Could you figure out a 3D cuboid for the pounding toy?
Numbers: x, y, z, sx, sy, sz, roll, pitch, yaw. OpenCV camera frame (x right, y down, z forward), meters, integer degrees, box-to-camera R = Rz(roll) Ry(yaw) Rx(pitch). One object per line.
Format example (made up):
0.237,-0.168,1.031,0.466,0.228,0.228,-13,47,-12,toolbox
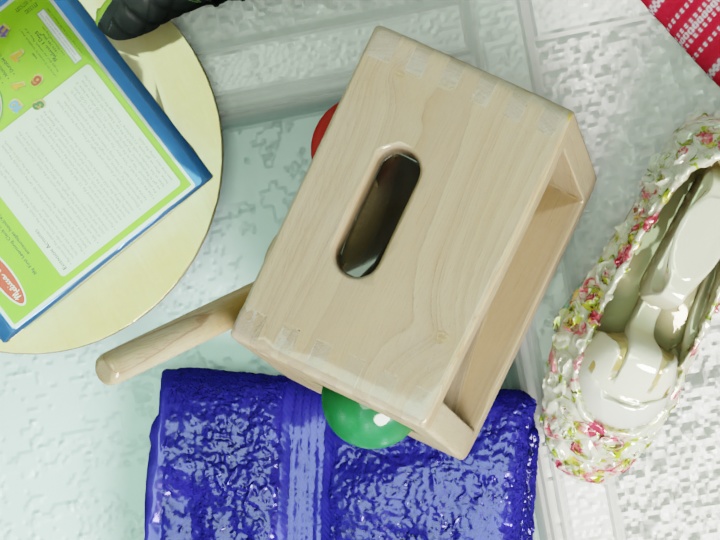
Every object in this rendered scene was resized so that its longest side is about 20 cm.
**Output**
0.000,0.000,1.309,0.142,0.184,0.201,25,85,12,pounding toy

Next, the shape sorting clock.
-0.168,-0.058,1.428,0.199,0.039,0.201,0,85,1,shape sorting clock

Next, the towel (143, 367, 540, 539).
-0.012,0.127,1.409,0.199,0.050,0.149,2,95,10,towel

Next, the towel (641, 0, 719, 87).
0.222,-0.115,1.321,0.200,0.022,0.145,50,132,12,towel

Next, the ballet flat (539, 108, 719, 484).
0.140,0.016,1.358,0.075,0.064,0.201,20,102,-6,ballet flat

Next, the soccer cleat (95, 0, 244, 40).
-0.039,-0.162,1.384,0.200,0.068,0.081,-34,90,4,soccer cleat
